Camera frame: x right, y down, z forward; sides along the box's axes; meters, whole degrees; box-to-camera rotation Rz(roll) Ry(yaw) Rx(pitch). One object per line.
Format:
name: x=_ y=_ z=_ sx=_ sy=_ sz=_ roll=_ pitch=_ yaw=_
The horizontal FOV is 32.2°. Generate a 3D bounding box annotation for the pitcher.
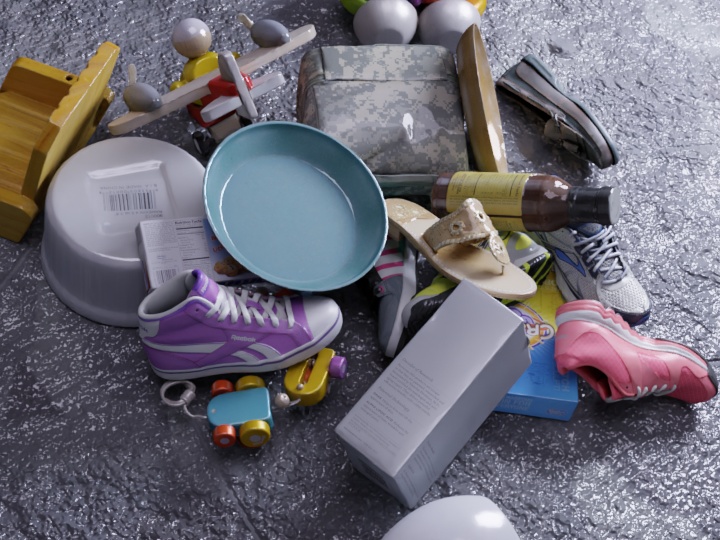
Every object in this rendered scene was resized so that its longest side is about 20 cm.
pitcher: x=0.062 y=0.311 z=1.122 sx=0.200 sy=0.121 sz=0.172 roll=-29 pitch=83 yaw=-15

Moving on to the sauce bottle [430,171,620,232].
sauce bottle: x=0.175 y=-0.071 z=1.328 sx=0.199 sy=0.065 sz=0.065 roll=6 pitch=48 yaw=29

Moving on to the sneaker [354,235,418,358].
sneaker: x=0.000 y=0.000 z=1.348 sx=0.120 sy=0.084 sz=0.201 roll=10 pitch=49 yaw=-6

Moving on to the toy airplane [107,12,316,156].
toy airplane: x=-0.166 y=-0.217 z=1.389 sx=0.142 sy=0.199 sz=0.200 roll=62 pitch=30 yaw=-3

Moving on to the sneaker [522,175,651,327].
sneaker: x=0.243 y=-0.023 z=1.355 sx=0.077 sy=0.085 sz=0.200 roll=-28 pitch=63 yaw=-27

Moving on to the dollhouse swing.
dollhouse swing: x=-0.373 y=-0.170 z=1.355 sx=0.181 sy=0.176 sz=0.200 roll=21 pitch=54 yaw=6

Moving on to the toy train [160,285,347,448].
toy train: x=-0.099 y=0.105 z=1.278 sx=0.150 sy=0.056 sz=0.200 roll=32 pitch=59 yaw=32

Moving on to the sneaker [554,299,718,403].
sneaker: x=0.284 y=0.109 z=1.315 sx=0.200 sy=0.074 sz=0.087 roll=25 pitch=61 yaw=-13

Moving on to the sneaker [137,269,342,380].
sneaker: x=-0.119 y=0.043 z=1.224 sx=0.200 sy=0.115 sz=0.073 roll=-13 pitch=45 yaw=-6

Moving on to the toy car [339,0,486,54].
toy car: x=0.072 y=-0.379 z=1.600 sx=0.199 sy=0.150 sz=0.176 roll=0 pitch=54 yaw=-9

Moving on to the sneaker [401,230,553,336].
sneaker: x=0.113 y=0.015 z=1.321 sx=0.200 sy=0.076 sz=0.076 roll=-23 pitch=52 yaw=-36

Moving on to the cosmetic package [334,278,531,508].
cosmetic package: x=0.075 y=0.121 z=1.215 sx=0.081 sy=0.113 sz=0.200 roll=34 pitch=74 yaw=24

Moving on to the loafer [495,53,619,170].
loafer: x=0.241 y=-0.186 z=1.549 sx=0.063 sy=0.072 sz=0.200 roll=-31 pitch=55 yaw=-6

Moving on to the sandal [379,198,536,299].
sandal: x=0.096 y=-0.045 z=1.274 sx=0.077 sy=0.070 sz=0.211 roll=-16 pitch=36 yaw=-39

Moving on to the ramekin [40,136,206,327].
ramekin: x=-0.243 y=-0.049 z=1.336 sx=0.200 sy=0.098 sz=0.201 roll=5 pitch=53 yaw=-6

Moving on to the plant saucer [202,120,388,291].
plant saucer: x=-0.070 y=-0.060 z=1.283 sx=0.199 sy=0.036 sz=0.201 roll=11 pitch=59 yaw=-18

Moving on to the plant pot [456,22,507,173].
plant pot: x=0.141 y=-0.186 z=1.452 sx=0.027 sy=0.200 sz=0.201 roll=-10 pitch=52 yaw=13

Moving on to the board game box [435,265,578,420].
board game box: x=0.156 y=0.059 z=1.359 sx=0.152 sy=0.040 sz=0.201 roll=7 pitch=53 yaw=-4

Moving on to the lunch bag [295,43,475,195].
lunch bag: x=0.022 y=-0.158 z=1.433 sx=0.199 sy=0.140 sz=0.168 roll=0 pitch=48 yaw=-11

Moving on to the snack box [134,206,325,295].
snack box: x=-0.127 y=-0.022 z=1.277 sx=0.199 sy=0.024 sz=0.072 roll=-6 pitch=73 yaw=-27
